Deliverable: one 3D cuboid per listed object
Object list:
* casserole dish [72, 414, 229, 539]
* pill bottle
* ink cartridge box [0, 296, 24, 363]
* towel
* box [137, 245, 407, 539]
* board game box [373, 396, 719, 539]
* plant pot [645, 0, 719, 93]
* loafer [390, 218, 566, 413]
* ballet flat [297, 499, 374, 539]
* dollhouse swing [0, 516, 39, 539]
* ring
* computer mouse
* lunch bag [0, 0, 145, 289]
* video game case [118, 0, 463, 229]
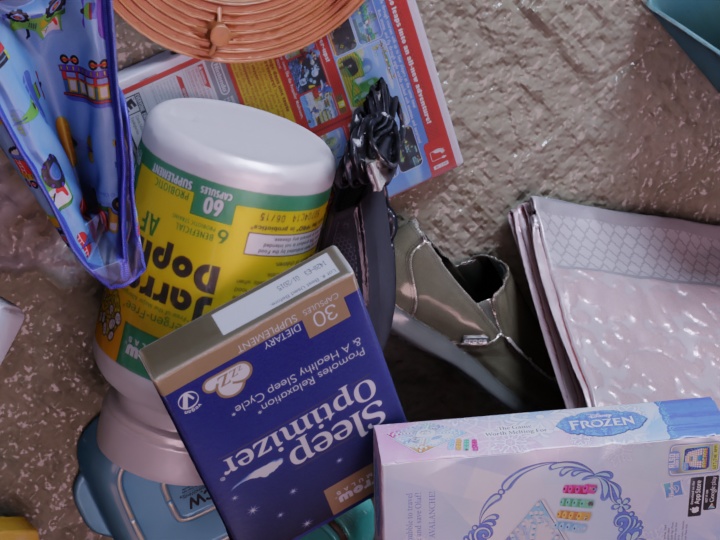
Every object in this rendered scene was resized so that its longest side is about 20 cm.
[{"bbox_3d":[-0.082,0.114,1.231,0.199,0.039,0.122,-26,120,-9],"label":"casserole dish"},{"bbox_3d":[-0.089,0.014,1.117,0.112,0.113,0.201,7,111,-25],"label":"pill bottle"},{"bbox_3d":[-0.294,0.071,1.043,0.159,0.047,0.201,28,88,11],"label":"ink cartridge box"},{"bbox_3d":[0.201,0.040,1.232,0.199,0.192,0.032,8,138,-27],"label":"towel"},{"bbox_3d":[-0.036,0.089,1.100,0.121,0.032,0.201,-29,136,-9],"label":"box"},{"bbox_3d":[0.107,0.174,1.144,0.198,0.043,0.201,-5,120,-7],"label":"board game box"},{"bbox_3d":[0.307,-0.126,1.228,0.141,0.141,0.200,-43,129,1],"label":"plant pot"},{"bbox_3d":[0.081,0.033,1.239,0.199,0.075,0.070,31,103,-31],"label":"loafer"},{"bbox_3d":[-0.046,0.204,1.260,0.070,0.067,0.200,-35,165,-52],"label":"ballet flat"},{"bbox_3d":[-0.323,0.183,1.163,0.181,0.176,0.201,34,100,11],"label":"dollhouse swing"},{"bbox_3d":[-0.064,-0.213,1.088,0.199,0.019,0.202,-7,111,-18],"label":"ring"},{"bbox_3d":[0.000,0.000,1.132,0.052,0.139,0.201,15,110,0],"label":"computer mouse"},{"bbox_3d":[-0.167,-0.089,1.034,0.094,0.151,0.201,-21,119,-13],"label":"lunch bag"},{"bbox_3d":[-0.047,-0.085,1.165,0.199,0.017,0.144,-25,120,-10],"label":"video game case"}]
